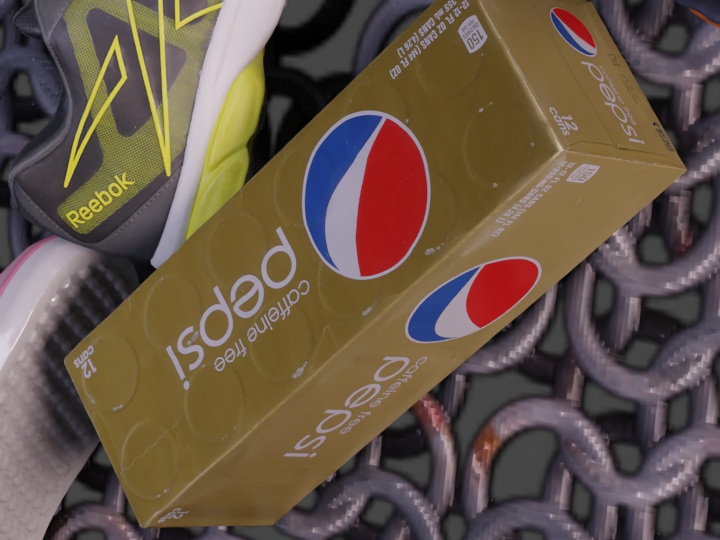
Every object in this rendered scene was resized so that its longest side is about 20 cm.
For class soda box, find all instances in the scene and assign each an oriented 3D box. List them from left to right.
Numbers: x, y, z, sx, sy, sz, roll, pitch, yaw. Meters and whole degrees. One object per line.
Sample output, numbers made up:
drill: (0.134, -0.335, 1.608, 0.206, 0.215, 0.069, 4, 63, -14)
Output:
soda box: (0.000, 0.000, 0.859, 0.200, 0.064, 0.068, -43, 62, 31)

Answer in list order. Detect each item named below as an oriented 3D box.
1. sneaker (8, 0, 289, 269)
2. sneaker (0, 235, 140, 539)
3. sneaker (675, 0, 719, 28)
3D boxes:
sneaker: (-0.065, -0.097, 0.890, 0.074, 0.084, 0.201, -136, 56, -80)
sneaker: (-0.153, 0.059, 0.977, 0.105, 0.075, 0.201, 35, 114, 30)
sneaker: (0.156, -0.071, 0.699, 0.200, 0.112, 0.078, 6, 92, 40)
